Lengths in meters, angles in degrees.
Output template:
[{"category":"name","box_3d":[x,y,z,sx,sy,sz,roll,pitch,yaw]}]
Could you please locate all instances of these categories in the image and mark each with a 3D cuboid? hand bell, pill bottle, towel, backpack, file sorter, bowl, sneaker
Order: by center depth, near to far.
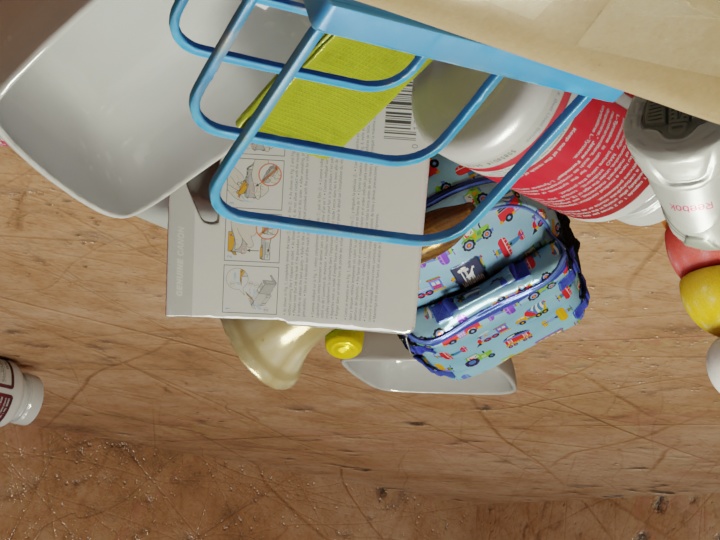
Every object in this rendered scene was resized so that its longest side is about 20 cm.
[{"category":"file sorter","box_3d":[-0.005,-0.125,0.507,0.138,0.201,0.123,6,141,-33]},{"category":"bowl","box_3d":[-0.115,-0.137,0.686,0.200,0.075,0.200,-37,160,1]},{"category":"sneaker","box_3d":[0.200,-0.085,0.686,0.078,0.200,0.100,2,128,31]},{"category":"towel","box_3d":[0.016,-0.135,0.713,0.086,0.018,0.200,14,136,-44]},{"category":"pill bottle","box_3d":[0.137,-0.098,0.790,0.199,0.113,0.112,20,157,-41]},{"category":"hand bell","box_3d":[0.000,0.000,0.896,0.199,0.105,0.104,-29,150,22]},{"category":"backpack","box_3d":[0.084,-0.019,0.983,0.182,0.135,0.200,-26,149,6]},{"category":"bowl","box_3d":[0.089,0.100,1.494,0.199,0.075,0.200,-2,162,18]},{"category":"pill bottle","box_3d":[-0.619,0.191,1.931,0.113,0.114,0.199,-11,157,42]}]

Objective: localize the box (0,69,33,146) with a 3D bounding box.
[{"category":"box","box_3d":[-0.231,-0.156,0.704,0.094,0.103,0.200,7,163,13]}]

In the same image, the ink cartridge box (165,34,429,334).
[{"category":"ink cartridge box","box_3d":[-0.042,-0.062,0.823,0.175,0.201,0.045,4,-164,-1]}]

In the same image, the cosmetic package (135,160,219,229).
[{"category":"cosmetic package","box_3d":[-0.101,-0.080,0.915,0.081,0.114,0.200,-8,158,35]}]

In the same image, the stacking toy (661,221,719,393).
[{"category":"stacking toy","box_3d":[0.293,0.003,0.931,0.145,0.201,0.146,4,164,1]}]

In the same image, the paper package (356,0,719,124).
[{"category":"paper package","box_3d":[0.069,-0.170,0.428,0.199,0.192,0.104,12,140,-28]}]

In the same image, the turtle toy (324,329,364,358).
[{"category":"turtle toy","box_3d":[-0.026,0.001,1.152,0.199,0.146,0.101,2,143,5]}]
